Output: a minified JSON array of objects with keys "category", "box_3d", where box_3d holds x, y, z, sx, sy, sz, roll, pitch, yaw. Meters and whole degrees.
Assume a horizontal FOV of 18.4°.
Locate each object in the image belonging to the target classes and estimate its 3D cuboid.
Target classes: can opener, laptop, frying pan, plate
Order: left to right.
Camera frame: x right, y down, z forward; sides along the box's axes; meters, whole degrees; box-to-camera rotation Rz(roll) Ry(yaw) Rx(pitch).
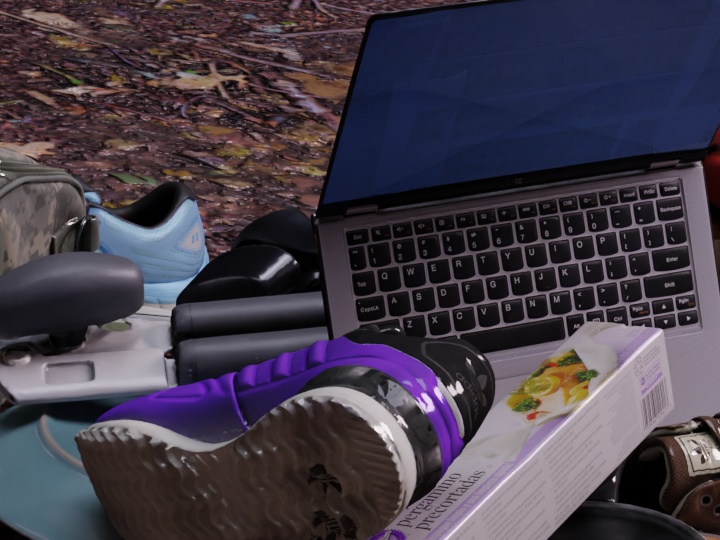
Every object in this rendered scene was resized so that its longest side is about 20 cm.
[{"category":"plate","box_3d":[-0.075,0.080,0.988,0.199,0.026,0.200,6,19,-2]},{"category":"can opener","box_3d":[-0.069,0.024,0.998,0.198,0.067,0.053,-5,37,-7]},{"category":"can opener","box_3d":[0.000,0.000,1.076,0.199,0.064,0.079,-10,32,41]},{"category":"frying pan","box_3d":[0.075,0.108,0.878,0.114,0.031,0.190,-8,21,-4]},{"category":"laptop","box_3d":[0.086,-0.011,0.924,0.186,0.202,0.116,-9,2,-18]}]

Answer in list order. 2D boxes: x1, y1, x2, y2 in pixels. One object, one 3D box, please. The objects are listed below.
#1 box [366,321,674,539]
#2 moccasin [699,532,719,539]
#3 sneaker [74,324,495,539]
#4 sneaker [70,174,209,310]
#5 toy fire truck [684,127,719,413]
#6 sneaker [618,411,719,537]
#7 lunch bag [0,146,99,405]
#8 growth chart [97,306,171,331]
[{"category":"box","box_3d":[0.060,0.080,0.866,0.038,0.042,0.200,4,28,35]},{"category":"moccasin","box_3d":[0.097,0.158,0.879,0.201,0.074,0.078,-11,30,-42]},{"category":"sneaker","box_3d":[-0.024,0.064,0.859,0.199,0.070,0.099,-10,19,48]},{"category":"sneaker","box_3d":[-0.175,-0.011,1.221,0.199,0.091,0.078,-10,26,-33]},{"category":"toy fire truck","box_3d":[0.123,-0.012,1.066,0.199,0.169,0.112,12,31,30]},{"category":"sneaker","box_3d":[0.160,0.094,0.958,0.199,0.076,0.071,-25,58,2]},{"category":"lunch bag","box_3d":[-0.249,-0.009,1.089,0.199,0.140,0.168,13,28,17]},{"category":"growth chart","box_3d":[-0.061,0.038,1.130,0.199,0.018,0.144,12,3,38]}]
